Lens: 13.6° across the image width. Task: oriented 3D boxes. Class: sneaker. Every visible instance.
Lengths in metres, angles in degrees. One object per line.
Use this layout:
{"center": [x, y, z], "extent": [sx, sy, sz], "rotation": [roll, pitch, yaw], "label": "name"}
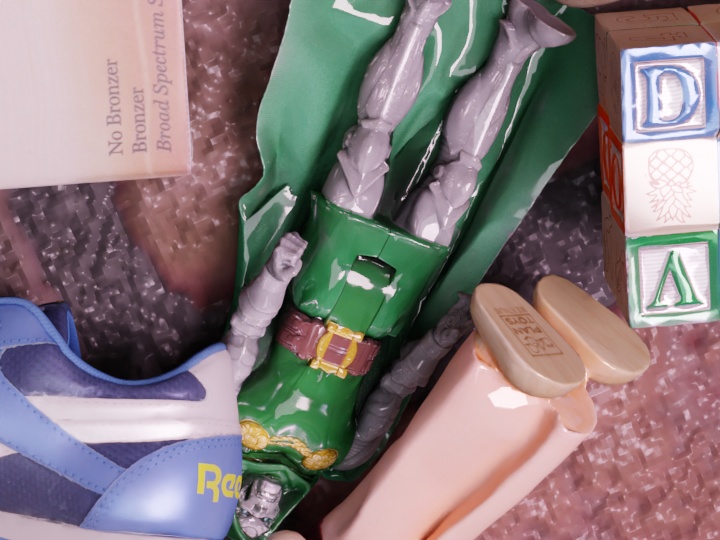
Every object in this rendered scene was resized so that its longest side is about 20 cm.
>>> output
{"center": [-0.130, 0.044, 0.943], "extent": [0.199, 0.074, 0.083], "rotation": [12, 87, 0], "label": "sneaker"}

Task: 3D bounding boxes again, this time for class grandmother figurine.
{"center": [0.005, 0.090, 0.959], "extent": [0.121, 0.061, 0.200], "rotation": [2, 132, -48], "label": "grandmother figurine"}

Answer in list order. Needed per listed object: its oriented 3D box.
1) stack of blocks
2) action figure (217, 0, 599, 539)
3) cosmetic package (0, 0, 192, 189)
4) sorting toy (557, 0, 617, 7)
{"center": [0.175, -0.025, 0.922], "extent": [0.199, 0.059, 0.116], "rotation": [-4, 106, -3], "label": "stack of blocks"}
{"center": [0.000, 0.000, 0.958], "extent": [0.118, 0.055, 0.201], "rotation": [20, 108, -15], "label": "action figure"}
{"center": [-0.153, -0.079, 0.895], "extent": [0.199, 0.087, 0.104], "rotation": [-6, 109, -5], "label": "cosmetic package"}
{"center": [0.122, -0.191, 0.905], "extent": [0.199, 0.037, 0.186], "rotation": [-15, 108, 16], "label": "sorting toy"}
